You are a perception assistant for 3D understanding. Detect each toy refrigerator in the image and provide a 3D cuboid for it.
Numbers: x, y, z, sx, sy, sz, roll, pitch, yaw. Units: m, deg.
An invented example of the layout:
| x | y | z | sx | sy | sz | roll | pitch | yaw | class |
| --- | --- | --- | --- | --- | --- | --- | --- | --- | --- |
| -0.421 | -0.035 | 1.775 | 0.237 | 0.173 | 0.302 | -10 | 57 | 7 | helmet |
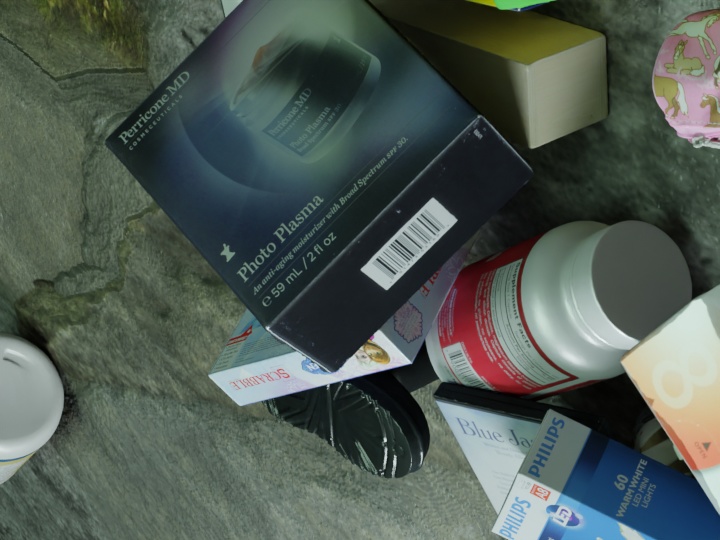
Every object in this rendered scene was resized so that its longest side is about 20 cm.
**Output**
| x | y | z | sx | sy | sz | roll | pitch | yaw | class |
| --- | --- | --- | --- | --- | --- | --- | --- | --- | --- |
| 0.080 | -0.148 | 1.512 | 0.200 | 0.076 | 0.070 | 26 | 130 | 45 | toy refrigerator |

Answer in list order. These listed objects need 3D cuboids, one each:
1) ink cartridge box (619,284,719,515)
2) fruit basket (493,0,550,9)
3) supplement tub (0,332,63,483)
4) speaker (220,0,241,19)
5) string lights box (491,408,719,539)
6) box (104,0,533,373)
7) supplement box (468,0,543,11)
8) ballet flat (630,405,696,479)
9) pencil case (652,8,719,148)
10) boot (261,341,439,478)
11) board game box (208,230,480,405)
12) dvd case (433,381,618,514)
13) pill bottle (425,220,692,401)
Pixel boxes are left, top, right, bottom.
| x | y | z | sx | sy | sz | roll | pitch | yaw | class |
| --- | --- | --- | --- | --- | --- | --- | --- | --- | --- |
| 0.279 | 0.067 | 1.322 | 0.200 | 0.050 | 0.162 | -44 | 71 | 37 | ink cartridge box |
| 0.171 | -0.237 | 1.260 | 0.155 | 0.215 | 0.216 | -2 | 108 | 56 | fruit basket |
| -0.428 | 0.165 | 2.383 | 0.145 | 0.144 | 0.200 | 62 | 148 | 8 | supplement tub |
| -0.081 | -0.264 | 1.671 | 0.081 | 0.081 | 0.201 | 12 | 119 | 52 | speaker |
| 0.199 | 0.181 | 1.459 | 0.199 | 0.059 | 0.103 | 25 | 150 | 7 | string lights box |
| -0.030 | -0.077 | 1.439 | 0.198 | 0.200 | 0.123 | 47 | -176 | 29 | box |
| 0.074 | -0.252 | 1.424 | 0.200 | 0.109 | 0.110 | 20 | 126 | 49 | supplement box |
| 0.230 | 0.115 | 1.462 | 0.200 | 0.072 | 0.072 | -31 | 83 | 58 | ballet flat |
| 0.267 | -0.114 | 1.254 | 0.200 | 0.083 | 0.087 | 5 | 113 | 54 | pencil case |
| 0.032 | 0.081 | 1.642 | 0.198 | 0.162 | 0.074 | 21 | 126 | 48 | boot |
| 0.000 | 0.000 | 1.585 | 0.200 | 0.200 | 0.041 | -16 | 126 | 48 | board game box |
| 0.147 | 0.162 | 1.558 | 0.142 | 0.018 | 0.200 | 11 | 143 | 37 | dvd case |
| 0.140 | 0.029 | 1.499 | 0.200 | 0.112 | 0.113 | -25 | 89 | 57 | pill bottle |
